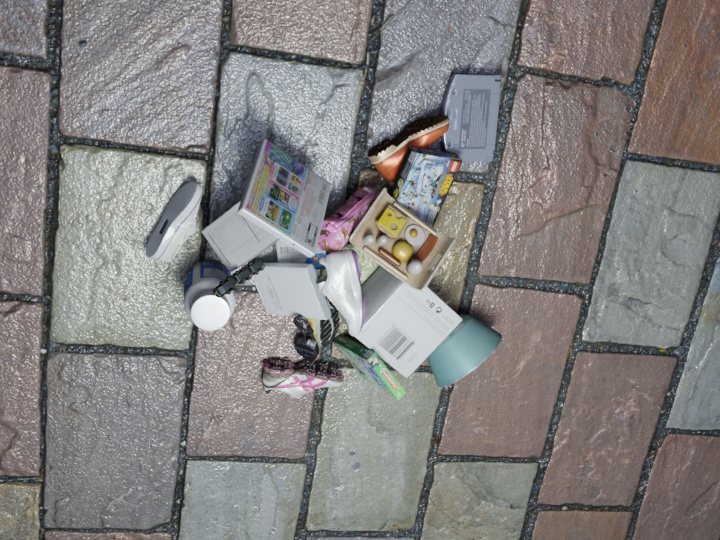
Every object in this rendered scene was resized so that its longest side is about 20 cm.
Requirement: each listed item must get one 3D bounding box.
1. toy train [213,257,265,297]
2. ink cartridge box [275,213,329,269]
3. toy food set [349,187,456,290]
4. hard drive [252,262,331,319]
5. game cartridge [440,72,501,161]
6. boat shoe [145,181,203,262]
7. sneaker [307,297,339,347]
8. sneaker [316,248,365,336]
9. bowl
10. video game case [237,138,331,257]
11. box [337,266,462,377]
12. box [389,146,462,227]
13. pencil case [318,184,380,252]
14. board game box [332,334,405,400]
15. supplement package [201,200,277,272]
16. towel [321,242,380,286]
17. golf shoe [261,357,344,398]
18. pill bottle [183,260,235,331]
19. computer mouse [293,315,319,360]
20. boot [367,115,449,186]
[{"bbox_3d":[-0.262,0.016,1.619,0.046,0.200,0.034,-31,96,25],"label":"toy train"},{"bbox_3d":[-0.135,-0.105,1.696,0.116,0.067,0.200,-2,110,9],"label":"ink cartridge box"},{"bbox_3d":[0.093,-0.068,1.634,0.200,0.060,0.144,36,76,-9],"label":"toy food set"},{"bbox_3d":[-0.162,0.044,1.702,0.027,0.200,0.132,-38,118,-39],"label":"hard drive"},{"bbox_3d":[0.250,-0.351,1.725,0.133,0.040,0.200,-2,109,-15],"label":"game cartridge"},{"bbox_3d":[-0.398,-0.104,1.666,0.070,0.071,0.200,25,99,-46],"label":"boat shoe"},{"bbox_3d":[-0.113,0.100,1.792,0.078,0.090,0.200,-46,137,-35],"label":"sneaker"},{"bbox_3d":[-0.041,0.050,1.637,0.099,0.075,0.200,-8,108,2],"label":"sneaker"},{"bbox_3d":[0.237,0.182,1.839,0.201,0.201,0.105,-39,92,3],"label":"bowl"},{"bbox_3d":[-0.150,-0.149,1.534,0.182,0.200,0.024,32,139,-27],"label":"video game case"},{"bbox_3d":[0.093,0.107,1.770,0.200,0.131,0.199,-47,120,3],"label":"box"},{"bbox_3d":[0.136,-0.180,1.713,0.137,0.040,0.200,3,122,-35],"label":"box"},{"bbox_3d":[-0.025,-0.116,1.668,0.200,0.083,0.087,-45,134,-43],"label":"pencil case"},{"bbox_3d":[0.018,0.227,1.788,0.029,0.200,0.135,-43,113,-13],"label":"board game box"},{"bbox_3d":[-0.221,-0.103,1.618,0.200,0.110,0.114,-32,95,29],"label":"supplement package"},{"bbox_3d":[0.000,0.000,1.793,0.200,0.036,0.149,0,108,-12],"label":"towel"},{"bbox_3d":[-0.142,0.269,1.841,0.200,0.073,0.092,6,114,-3],"label":"golf shoe"},{"bbox_3d":[-0.334,0.058,1.655,0.112,0.200,0.112,-4,110,-10],"label":"pill bottle"},{"bbox_3d":[-0.128,0.155,1.773,0.059,0.034,0.200,18,149,12],"label":"computer mouse"},{"bbox_3d":[0.127,-0.274,1.709,0.200,0.075,0.107,-30,115,10],"label":"boot"}]
